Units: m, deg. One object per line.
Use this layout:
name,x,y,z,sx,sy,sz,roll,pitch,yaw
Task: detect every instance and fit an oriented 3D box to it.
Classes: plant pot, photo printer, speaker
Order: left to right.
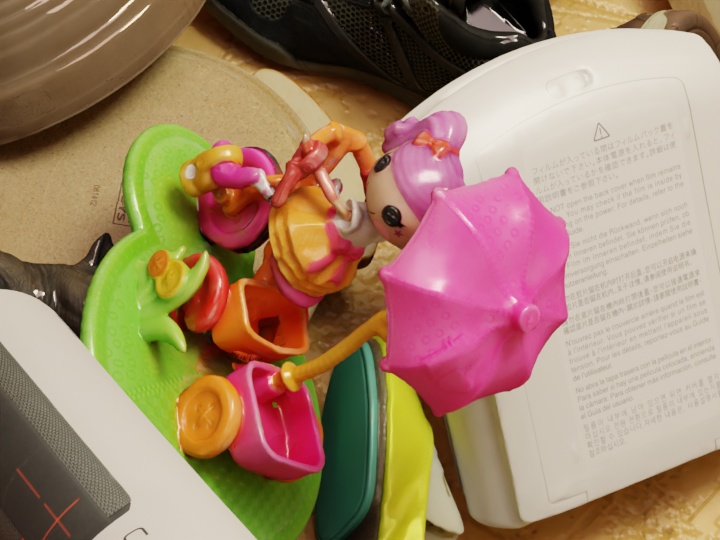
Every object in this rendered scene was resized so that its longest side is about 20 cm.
plant pot,-0.175,-0.155,1.076,0.199,0.093,0.202,-16,39,14
speaker,-0.101,0.086,0.817,0.081,0.082,0.200,-23,37,-21
photo printer,0.102,-0.004,1.018,0.165,0.069,0.202,-19,105,-23

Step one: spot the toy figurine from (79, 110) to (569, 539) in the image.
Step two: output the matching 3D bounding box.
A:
toy figurine,0.000,0.000,0.921,0.150,0.183,0.201,23,52,-48

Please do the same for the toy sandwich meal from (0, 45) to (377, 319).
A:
toy sandwich meal,-0.098,-0.020,1.072,0.203,0.070,0.207,1,68,-2

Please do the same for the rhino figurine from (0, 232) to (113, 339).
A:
rhino figurine,-0.166,0.021,0.960,0.198,0.060,0.087,-7,23,-19

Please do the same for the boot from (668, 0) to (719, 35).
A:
boot,0.208,-0.211,1.229,0.144,0.070,0.203,-27,96,-54

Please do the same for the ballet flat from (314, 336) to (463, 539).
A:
ballet flat,0.012,0.128,1.000,0.067,0.067,0.201,18,57,-21

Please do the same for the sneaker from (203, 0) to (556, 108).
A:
sneaker,0.011,-0.143,1.135,0.198,0.115,0.076,26,56,11

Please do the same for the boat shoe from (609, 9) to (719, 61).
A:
boat shoe,0.111,-0.038,1.118,0.075,0.075,0.203,7,58,47
